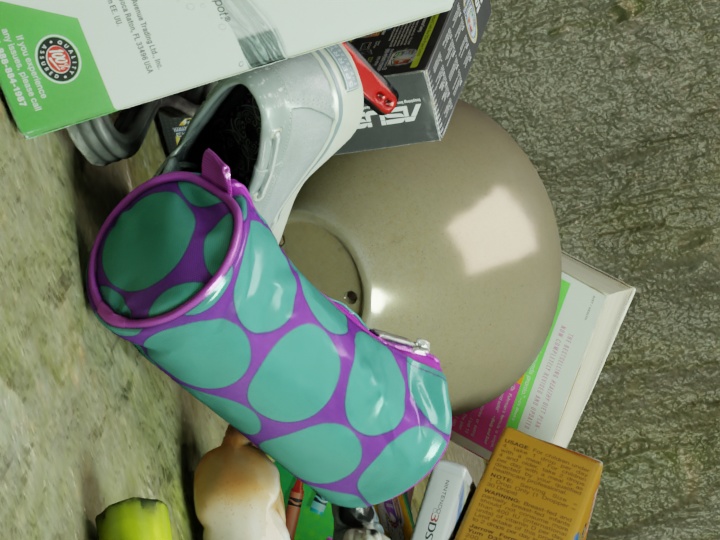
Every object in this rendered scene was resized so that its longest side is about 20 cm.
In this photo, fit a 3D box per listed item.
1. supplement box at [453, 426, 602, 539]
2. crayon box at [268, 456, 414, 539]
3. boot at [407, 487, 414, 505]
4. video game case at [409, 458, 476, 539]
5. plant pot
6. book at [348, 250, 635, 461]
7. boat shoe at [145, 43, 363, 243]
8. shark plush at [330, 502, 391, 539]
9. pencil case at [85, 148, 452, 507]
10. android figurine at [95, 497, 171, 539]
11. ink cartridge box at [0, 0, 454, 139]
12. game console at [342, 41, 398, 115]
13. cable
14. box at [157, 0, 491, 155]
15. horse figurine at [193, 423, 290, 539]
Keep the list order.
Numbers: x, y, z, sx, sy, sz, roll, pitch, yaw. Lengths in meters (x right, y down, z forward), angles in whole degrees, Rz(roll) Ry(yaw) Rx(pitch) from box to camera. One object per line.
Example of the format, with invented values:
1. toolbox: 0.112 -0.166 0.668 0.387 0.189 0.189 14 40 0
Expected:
1. supplement box: 0.077 0.176 1.347 0.200 0.068 0.067 -65 168 -50
2. crayon box: -0.008 0.154 1.458 0.200 0.058 0.120 36 40 -79
3. boot: 0.009 0.149 1.674 0.200 0.072 0.168 59 30 -71
4. video game case: 0.035 0.212 1.416 0.200 0.022 0.184 61 46 -75
5. plant pot: 0.000 0.000 1.436 0.134 0.199 0.202 -17 92 -58
6. book: 0.052 0.028 1.510 0.048 0.199 0.134 -10 125 -62
7. boat shoe: -0.070 -0.043 1.181 0.070 0.071 0.201 59 -38 16
8. shark plush: -0.009 0.182 1.246 0.083 0.090 0.201 -48 -126 52
9. pencil case: -0.038 0.033 1.156 0.085 0.093 0.200 39 -1 44
10. android figurine: -0.067 0.197 0.991 0.182 0.041 0.201 64 12 -59
11. ink cartridge box: -0.072 -0.160 1.039 0.083 0.198 0.147 -93 166 -60
12. game console: -0.070 -0.164 1.310 0.177 0.031 0.200 45 3 -28
13. cable: -0.115 -0.092 1.212 0.201 0.050 0.098 -74 148 -56
14. box: -0.017 -0.123 1.433 0.200 0.159 0.045 -69 149 -61
15. horse figurine: -0.049 0.145 1.204 0.133 0.049 0.201 75 6 -58
